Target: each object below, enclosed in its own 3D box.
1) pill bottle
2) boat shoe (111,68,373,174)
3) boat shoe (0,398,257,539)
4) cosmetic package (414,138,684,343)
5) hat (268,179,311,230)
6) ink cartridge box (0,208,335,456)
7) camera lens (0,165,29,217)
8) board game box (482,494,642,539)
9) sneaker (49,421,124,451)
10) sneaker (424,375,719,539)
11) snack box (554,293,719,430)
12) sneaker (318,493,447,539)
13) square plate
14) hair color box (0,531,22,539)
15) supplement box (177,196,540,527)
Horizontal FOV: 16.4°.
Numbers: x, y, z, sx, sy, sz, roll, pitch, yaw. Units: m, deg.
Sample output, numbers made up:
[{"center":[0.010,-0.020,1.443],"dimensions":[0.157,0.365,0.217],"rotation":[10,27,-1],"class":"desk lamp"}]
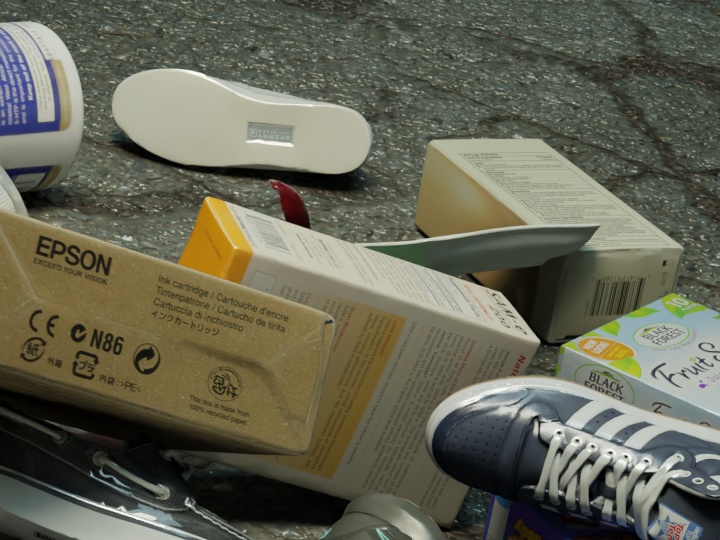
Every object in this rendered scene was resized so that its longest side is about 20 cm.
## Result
[{"center":[-0.301,-0.106,1.707],"dimensions":[0.199,0.121,0.119],"rotation":[-8,29,-40],"class":"pill bottle"},{"center":[-0.090,-0.113,1.908],"dimensions":[0.198,0.073,0.069],"rotation":[3,1,-3],"class":"boat shoe"},{"center":[-0.109,0.110,1.201],"dimensions":[0.199,0.068,0.072],"rotation":[20,-20,-2],"class":"boat shoe"},{"center":[0.131,-0.024,1.788],"dimensions":[0.104,0.072,0.200],"rotation":[-2,26,-28],"class":"cosmetic package"},{"center":[0.000,0.000,1.525],"dimensions":[0.164,0.177,0.200],"rotation":[7,23,-11],"class":"hat"},{"center":[-0.139,0.032,1.222],"dimensions":[0.199,0.076,0.164],"rotation":[19,-11,-32],"class":"ink cartridge box"},{"center":[-0.283,0.009,1.390],"dimensions":[0.159,0.161,0.200],"rotation":[16,23,12],"class":"camera lens"},{"center":[0.188,0.159,1.415],"dimensions":[0.199,0.045,0.134],"rotation":[-3,26,-32],"class":"board game box"},{"center":[-0.121,0.121,1.320],"dimensions":[0.199,0.076,0.115],"rotation":[24,22,29],"class":"sneaker"},{"center":[0.135,0.116,1.338],"dimensions":[0.198,0.071,0.109],"rotation":[12,20,-7],"class":"sneaker"},{"center":[0.231,0.085,1.482],"dimensions":[0.199,0.053,0.142],"rotation":[24,24,29],"class":"snack box"},{"center":[0.046,0.184,1.275],"dimensions":[0.199,0.076,0.079],"rotation":[22,38,40],"class":"sneaker"},{"center":[0.027,-0.008,1.652],"dimensions":[0.197,0.029,0.199],"rotation":[-5,1,39],"class":"square plate"},{"center":[-0.254,0.161,1.175],"dimensions":[0.199,0.061,0.100],"rotation":[-11,32,-44],"class":"hair color box"},{"center":[-0.017,0.053,1.404],"dimensions":[0.199,0.127,0.074],"rotation":[19,17,-25],"class":"supplement box"}]
